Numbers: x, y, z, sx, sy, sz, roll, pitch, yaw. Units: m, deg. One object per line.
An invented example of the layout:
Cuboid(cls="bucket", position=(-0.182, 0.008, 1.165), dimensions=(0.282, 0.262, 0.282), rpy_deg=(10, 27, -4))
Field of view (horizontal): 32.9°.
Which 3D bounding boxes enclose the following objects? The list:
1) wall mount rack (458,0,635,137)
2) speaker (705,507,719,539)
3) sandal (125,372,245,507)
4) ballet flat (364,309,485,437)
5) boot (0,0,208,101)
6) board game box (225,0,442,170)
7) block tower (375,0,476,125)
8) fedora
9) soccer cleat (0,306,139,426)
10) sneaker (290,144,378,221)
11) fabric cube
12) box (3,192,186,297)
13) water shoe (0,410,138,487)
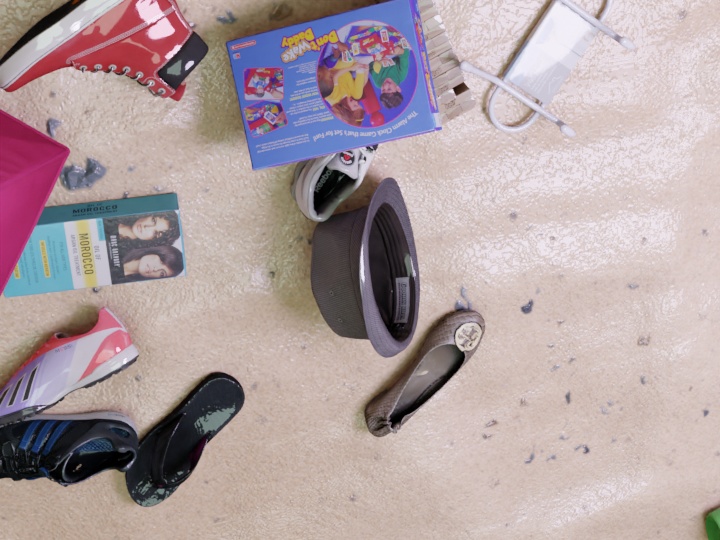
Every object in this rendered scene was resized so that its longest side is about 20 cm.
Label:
Cuboid(cls="wall mount rack", position=(0.195, -0.239, 1.314), dimensions=(0.173, 0.075, 0.201), rpy_deg=(27, 106, -25))
Cuboid(cls="speaker", position=(0.580, 0.343, 1.673), dimensions=(0.197, 0.089, 0.089), rpy_deg=(-14, 117, -5))
Cuboid(cls="sandal", position=(-0.214, 0.207, 1.454), dimensions=(0.075, 0.048, 0.201), rpy_deg=(33, 104, -24))
Cuboid(cls="ballet flat", position=(0.080, 0.130, 1.483), dimensions=(0.067, 0.046, 0.200), rpy_deg=(40, 102, -26))
Cuboid(cls="boot", position=(-0.259, -0.206, 1.238), dimensions=(0.199, 0.073, 0.145), rpy_deg=(-33, 119, 0))
Cuboid(cls="board game box", position=(-0.027, -0.189, 1.248), dimensions=(0.197, 0.045, 0.136), rpy_deg=(-10, 95, 15))
Cuboid(cls="block tower", position=(0.062, -0.249, 1.295), dimensions=(0.057, 0.054, 0.201), rpy_deg=(-28, 118, 1))
Cuboid(cls="fedora", position=(0.000, 0.000, 1.361), dimensions=(0.089, 0.178, 0.202), rpy_deg=(-3, 126, 21))
Cuboid(cls="soccer cleat", position=(-0.350, 0.113, 1.380), dimensions=(0.198, 0.068, 0.074), rpy_deg=(-27, 94, 5))
Cuboid(cls="sneaker", position=(-0.008, -0.139, 1.315), dimensions=(0.073, 0.089, 0.202), rpy_deg=(20, 108, -19))
Cuboid(cls="fabric cube", position=(-0.430, -0.065, 1.166), dimensions=(0.198, 0.200, 0.198), rpy_deg=(29, 108, -3))
Cuboid(cls="box", position=(-0.292, -0.027, 1.325), dimensions=(0.197, 0.049, 0.083), rpy_deg=(-7, 117, -8))
Cuboid(cls="water shoe", position=(-0.356, 0.209, 1.407), dimensions=(0.197, 0.079, 0.072), rpy_deg=(-12, 117, -6))
